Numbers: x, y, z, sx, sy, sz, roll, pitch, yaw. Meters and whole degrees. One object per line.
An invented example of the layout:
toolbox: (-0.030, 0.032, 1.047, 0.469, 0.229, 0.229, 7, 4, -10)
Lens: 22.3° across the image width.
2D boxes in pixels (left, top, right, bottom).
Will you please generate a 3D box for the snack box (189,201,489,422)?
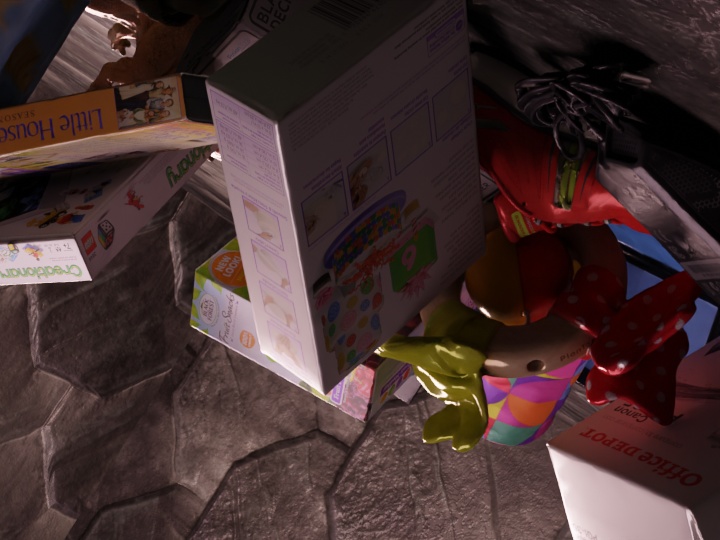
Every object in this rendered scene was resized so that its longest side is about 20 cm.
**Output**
snack box: (0.000, 0.000, 1.224, 0.141, 0.200, 0.053, 26, 131, 20)

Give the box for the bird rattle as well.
bird rattle: (0.102, 0.016, 1.088, 0.113, 0.198, 0.164, 55, -158, -47)

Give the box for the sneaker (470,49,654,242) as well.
sneaker: (0.119, -0.047, 1.068, 0.199, 0.085, 0.077, 32, 176, 18)

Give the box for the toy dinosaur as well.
toy dinosaur: (-0.115, -0.139, 1.271, 0.135, 0.086, 0.201, -27, 104, 41)

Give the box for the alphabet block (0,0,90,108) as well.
alphabet block: (-0.246, -0.222, 1.060, 0.199, 0.197, 0.195, 33, 174, -5)

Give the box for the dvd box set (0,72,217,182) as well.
dvd box set: (-0.163, -0.080, 1.066, 0.198, 0.030, 0.146, -9, 180, 19)

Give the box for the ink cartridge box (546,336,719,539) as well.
ink cartridge box: (0.234, 0.108, 1.087, 0.146, 0.199, 0.084, 19, 133, 59)

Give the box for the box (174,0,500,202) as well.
box: (-0.008, -0.104, 1.148, 0.199, 0.061, 0.116, 29, 149, -17)

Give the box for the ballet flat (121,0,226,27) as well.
ballet flat: (-0.105, -0.193, 1.096, 0.075, 0.068, 0.200, 39, 165, -2)

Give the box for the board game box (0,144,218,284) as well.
board game box: (-0.177, -0.056, 1.173, 0.125, 0.200, 0.035, -3, 120, 29)

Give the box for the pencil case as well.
pencil case: (0.118, 0.040, 1.242, 0.088, 0.089, 0.201, 32, 146, 11)

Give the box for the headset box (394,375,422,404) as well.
headset box: (0.019, -0.014, 1.508, 0.199, 0.175, 0.093, 32, -142, 4)

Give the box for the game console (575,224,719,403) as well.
game console: (0.172, 0.018, 1.238, 0.118, 0.174, 0.199, -2, -155, -47)

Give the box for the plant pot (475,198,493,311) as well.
plant pot: (0.003, 0.008, 1.360, 0.199, 0.200, 0.136, 31, 136, 23)

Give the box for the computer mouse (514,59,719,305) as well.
computer mouse: (0.176, -0.045, 0.965, 0.200, 0.053, 0.138, 45, 172, -10)

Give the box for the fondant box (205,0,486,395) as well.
fondant box: (-0.002, -0.052, 0.993, 0.058, 0.144, 0.201, 29, 145, 34)
